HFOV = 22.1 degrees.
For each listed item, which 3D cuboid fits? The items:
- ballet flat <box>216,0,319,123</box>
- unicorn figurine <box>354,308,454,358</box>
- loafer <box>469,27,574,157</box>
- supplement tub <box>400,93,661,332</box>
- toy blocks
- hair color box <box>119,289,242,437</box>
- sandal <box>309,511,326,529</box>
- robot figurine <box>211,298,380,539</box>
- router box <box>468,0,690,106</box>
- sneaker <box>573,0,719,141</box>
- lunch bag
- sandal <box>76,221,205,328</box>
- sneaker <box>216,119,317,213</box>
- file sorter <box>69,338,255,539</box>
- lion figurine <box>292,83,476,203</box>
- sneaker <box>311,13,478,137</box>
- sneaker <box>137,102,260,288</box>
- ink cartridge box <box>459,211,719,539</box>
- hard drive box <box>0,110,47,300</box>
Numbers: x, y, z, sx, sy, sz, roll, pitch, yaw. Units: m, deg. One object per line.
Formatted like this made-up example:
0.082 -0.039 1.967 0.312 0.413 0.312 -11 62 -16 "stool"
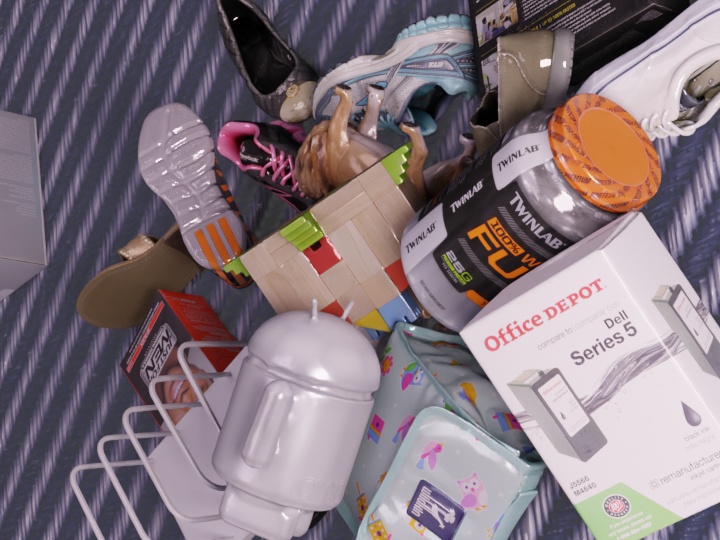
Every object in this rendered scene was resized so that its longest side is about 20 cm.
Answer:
-0.097 -0.210 1.838 0.066 0.057 0.200 -39 47 1 "ballet flat"
0.019 0.034 1.649 0.137 0.074 0.200 -19 48 43 "unicorn figurine"
0.123 -0.117 1.505 0.075 0.069 0.200 -76 -1 -53 "loafer"
0.132 -0.043 1.427 0.200 0.122 0.123 -42 52 42 "supplement tub"
0.000 0.000 1.563 0.200 0.100 0.137 -34 94 16 "toy blocks"
-0.160 0.117 1.846 0.200 0.061 0.102 48 118 43 "hair color box"
-0.047 0.140 1.716 0.075 0.045 0.201 14 92 49 "sandal"
-0.051 0.118 1.504 0.113 0.170 0.201 19 97 12 "robot figurine"
0.175 -0.236 1.528 0.200 0.051 0.150 -28 60 44 "router box"
0.229 -0.133 1.421 0.200 0.073 0.071 -43 42 34 "sneaker"
0.068 0.166 1.497 0.171 0.122 0.200 -64 30 22 "lunch bag"
-0.212 -0.013 1.952 0.212 0.078 0.070 -34 25 33 "sandal"
-0.069 -0.095 1.759 0.200 0.095 0.079 33 104 48 "sneaker"
-0.151 0.173 1.691 0.200 0.124 0.139 -48 60 29 "file sorter"
0.018 -0.088 1.616 0.200 0.072 0.123 36 121 40 "lion figurine"
0.029 -0.155 1.670 0.200 0.077 0.087 -30 63 43 "sneaker"
-0.158 -0.065 1.827 0.077 0.112 0.200 -23 66 2 "sneaker"
0.190 0.081 1.333 0.145 0.084 0.200 -33 92 37 "ink cartridge box"
-0.458 -0.072 2.235 0.156 0.077 0.201 -29 60 43 "hard drive box"
